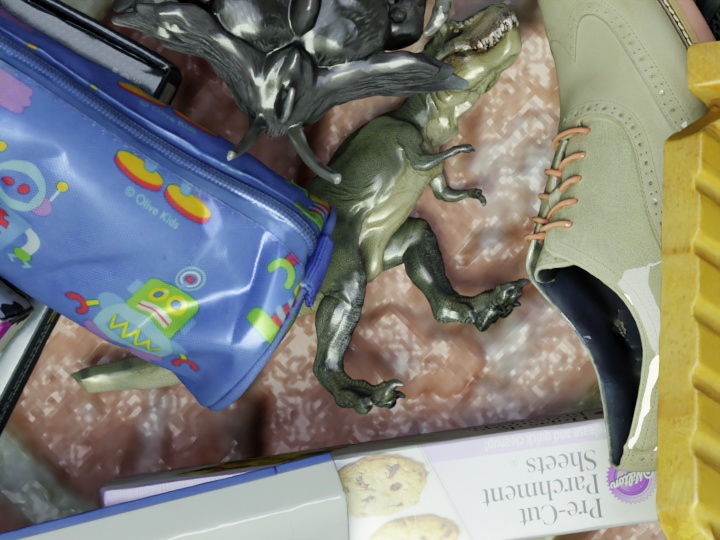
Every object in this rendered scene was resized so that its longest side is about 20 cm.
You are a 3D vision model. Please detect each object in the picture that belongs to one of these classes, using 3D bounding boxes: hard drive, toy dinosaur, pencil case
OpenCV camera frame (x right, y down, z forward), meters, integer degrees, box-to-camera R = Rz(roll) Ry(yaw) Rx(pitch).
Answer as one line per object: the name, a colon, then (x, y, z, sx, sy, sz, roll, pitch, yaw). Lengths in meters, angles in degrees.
hard drive: (-0.101, 0.128, 0.819, 0.199, 0.132, 0.025, -13, 51, -10)
toy dinosaur: (0.000, 0.000, 0.869, 0.200, 0.047, 0.088, -44, 74, 1)
pencil case: (-0.099, -0.036, 0.791, 0.199, 0.087, 0.078, 34, 55, -18)

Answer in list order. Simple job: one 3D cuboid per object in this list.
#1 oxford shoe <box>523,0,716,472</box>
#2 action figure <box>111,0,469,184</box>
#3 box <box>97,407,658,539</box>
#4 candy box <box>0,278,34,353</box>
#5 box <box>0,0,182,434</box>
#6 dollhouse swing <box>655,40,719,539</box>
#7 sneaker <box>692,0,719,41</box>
oxford shoe: (0.088, -0.030, 0.839, 0.073, 0.071, 0.201, -14, 76, -17)
action figure: (-0.020, -0.110, 0.833, 0.118, 0.102, 0.201, 9, 67, -6)
box: (0.008, 0.080, 0.871, 0.199, 0.039, 0.042, -7, 91, 0)
candy box: (-0.227, 0.003, 0.810, 0.200, 0.061, 0.137, 40, 94, 0)
box: (-0.176, -0.019, 0.866, 0.157, 0.051, 0.201, 28, 91, 1)
dollhouse swing: (0.212, 0.029, 0.754, 0.175, 0.181, 0.201, -15, 59, 38)
sneaker: (0.198, -0.122, 0.854, 0.198, 0.076, 0.115, -23, 92, 3)
